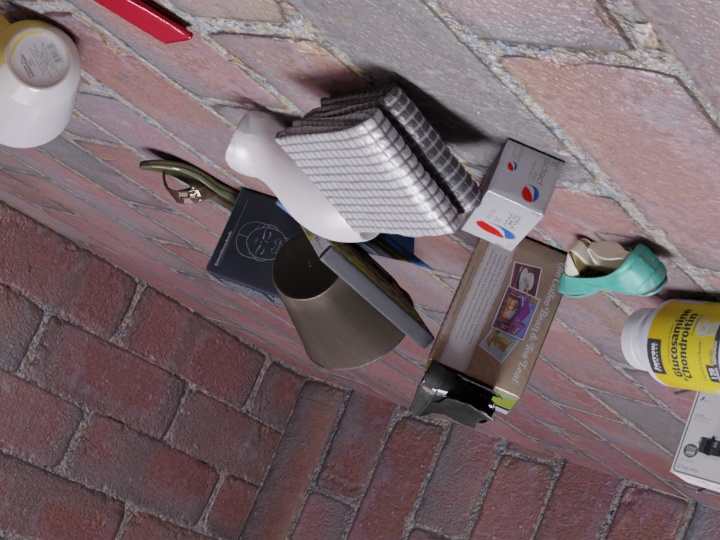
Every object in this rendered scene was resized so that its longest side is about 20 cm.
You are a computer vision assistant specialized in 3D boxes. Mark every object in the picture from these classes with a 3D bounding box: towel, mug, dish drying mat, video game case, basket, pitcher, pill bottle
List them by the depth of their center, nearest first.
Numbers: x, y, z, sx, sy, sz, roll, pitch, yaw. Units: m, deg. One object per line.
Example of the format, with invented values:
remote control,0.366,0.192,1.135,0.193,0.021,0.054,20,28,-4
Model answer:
towel,0.023,-0.117,1.485,0.166,0.086,0.200,49,159,-22
dish drying mat,-0.277,-0.303,1.486,0.199,0.018,0.077,28,169,-30
pill bottle,0.420,0.093,1.702,0.112,0.113,0.200,29,167,-29
pitcher,-0.045,-0.114,1.706,0.199,0.122,0.171,30,-169,26
mug,-0.442,-0.254,1.755,0.186,0.150,0.153,20,163,-19
video game case,0.000,0.000,1.786,0.200,0.026,0.181,42,-173,-28
basket,-0.036,0.036,1.972,0.180,0.137,0.200,-23,146,9

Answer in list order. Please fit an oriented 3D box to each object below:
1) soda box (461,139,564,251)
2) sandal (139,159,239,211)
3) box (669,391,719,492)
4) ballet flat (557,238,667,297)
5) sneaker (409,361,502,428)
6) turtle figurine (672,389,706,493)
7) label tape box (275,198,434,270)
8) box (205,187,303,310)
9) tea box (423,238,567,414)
soda box,0.166,-0.080,1.523,0.068,0.064,0.200,23,169,0
sandal,-0.265,-0.127,2.214,0.200,0.058,0.080,28,168,-22
box,0.494,0.189,1.782,0.116,0.201,0.060,11,166,42
ballet flat,0.290,-0.009,1.649,0.071,0.067,0.200,52,160,-16
sneaker,0.123,0.169,1.756,0.104,0.060,0.200,28,165,7
turtle figurine,0.557,0.226,2.001,0.194,0.200,0.144,30,-158,-53
label tape box,0.003,-0.073,1.896,0.199,0.064,0.144,14,165,42
box,-0.117,-0.022,2.172,0.199,0.149,0.107,19,168,22
tea box,0.183,0.068,1.840,0.133,0.201,0.197,23,168,5
